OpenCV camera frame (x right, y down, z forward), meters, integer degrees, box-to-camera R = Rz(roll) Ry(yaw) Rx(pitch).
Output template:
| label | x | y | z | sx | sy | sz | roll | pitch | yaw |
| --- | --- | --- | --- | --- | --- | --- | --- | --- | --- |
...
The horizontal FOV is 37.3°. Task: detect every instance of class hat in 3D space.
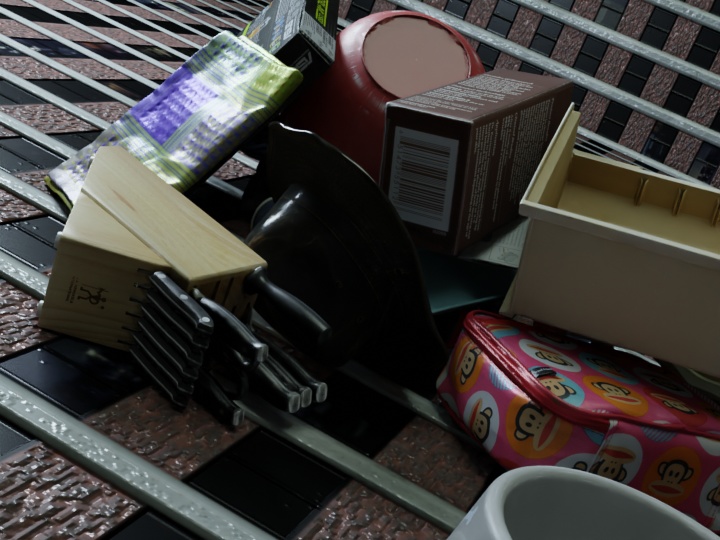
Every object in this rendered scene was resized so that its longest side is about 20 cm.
| label | x | y | z | sx | sy | sz | roll | pitch | yaw |
| --- | --- | --- | --- | --- | --- | --- | --- | --- | --- |
| hat | -0.033 | 0.004 | 0.703 | 0.081 | 0.201 | 0.201 | -35 | 46 | -17 |

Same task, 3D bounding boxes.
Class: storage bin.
| label | x | y | z | sx | sy | sz | roll | pitch | yaw |
| --- | --- | --- | --- | --- | --- | --- | --- | --- | --- |
| storage bin | 0.222 | -0.025 | 0.755 | 0.199 | 0.094 | 0.199 | 17 | 35 | 13 |

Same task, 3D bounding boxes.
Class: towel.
| label | x | y | z | sx | sy | sz | roll | pitch | yaw |
| --- | --- | --- | --- | --- | --- | --- | --- | --- | --- |
| towel | -0.144 | -0.104 | 0.808 | 0.023 | 0.200 | 0.144 | 54 | -6 | -38 |

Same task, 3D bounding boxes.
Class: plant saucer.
| label | x | y | z | sx | sy | sz | roll | pitch | yaw |
| --- | --- | --- | --- | --- | --- | --- | --- | --- | --- |
| plant saucer | 0.075 | 0.001 | 0.812 | 0.070 | 0.019 | 0.200 | 51 | 30 | 21 |

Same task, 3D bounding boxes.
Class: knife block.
| label | x | y | z | sx | sy | sz | roll | pitch | yaw |
| --- | --- | --- | --- | --- | --- | --- | --- | --- | --- |
| knife block | -0.100 | 0.009 | 0.662 | 0.175 | 0.064 | 0.200 | 17 | 25 | -13 |

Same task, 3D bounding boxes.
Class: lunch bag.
| label | x | y | z | sx | sy | sz | roll | pitch | yaw |
| --- | --- | --- | --- | --- | --- | --- | --- | --- | --- |
| lunch bag | 0.156 | 0.097 | 0.737 | 0.199 | 0.082 | 0.176 | 16 | 14 | -26 |

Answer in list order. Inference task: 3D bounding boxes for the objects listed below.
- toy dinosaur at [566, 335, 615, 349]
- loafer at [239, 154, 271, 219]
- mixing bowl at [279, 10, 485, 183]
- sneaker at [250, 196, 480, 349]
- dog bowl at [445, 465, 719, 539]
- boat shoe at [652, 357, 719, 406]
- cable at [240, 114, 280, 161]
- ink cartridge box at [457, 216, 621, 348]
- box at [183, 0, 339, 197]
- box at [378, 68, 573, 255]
| label | x | y | z | sx | sy | sz | roll | pitch | yaw |
| --- | --- | --- | --- | --- | --- | --- | --- | --- | --- |
| toy dinosaur | 0.211 | 0.051 | 0.935 | 0.200 | 0.105 | 0.182 | 27 | 33 | -24 |
| loafer | -0.015 | -0.035 | 0.963 | 0.199 | 0.063 | 0.072 | 27 | -25 | 6 |
| mixing bowl | 0.037 | -0.150 | 0.929 | 0.199 | 0.108 | 0.201 | 6 | 61 | -11 |
| sneaker | 0.000 | 0.000 | 0.824 | 0.199 | 0.075 | 0.085 | 25 | 13 | 7 |
| dog bowl | 0.130 | 0.168 | 0.516 | 0.199 | 0.059 | 0.200 | 20 | 17 | -7 |
| boat shoe | 0.308 | 0.069 | 0.915 | 0.200 | 0.076 | 0.072 | 35 | 21 | -21 |
| cable | -0.053 | -0.097 | 1.047 | 0.163 | 0.051 | 0.200 | 38 | -1 | 10 |
| ink cartridge box | 0.178 | 0.006 | 0.833 | 0.199 | 0.051 | 0.109 | 13 | 32 | 9 |
| box | -0.102 | -0.167 | 0.947 | 0.047 | 0.193 | 0.200 | 41 | 22 | -21 |
| box | 0.091 | -0.090 | 0.816 | 0.075 | 0.101 | 0.200 | 18 | 24 | 28 |
